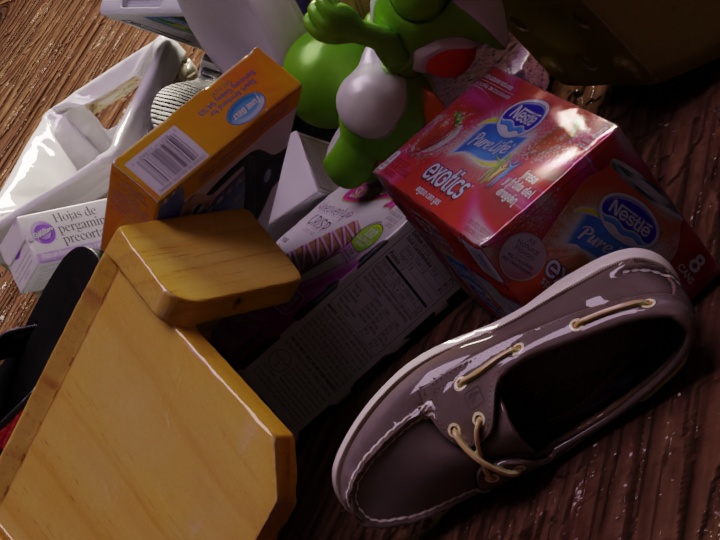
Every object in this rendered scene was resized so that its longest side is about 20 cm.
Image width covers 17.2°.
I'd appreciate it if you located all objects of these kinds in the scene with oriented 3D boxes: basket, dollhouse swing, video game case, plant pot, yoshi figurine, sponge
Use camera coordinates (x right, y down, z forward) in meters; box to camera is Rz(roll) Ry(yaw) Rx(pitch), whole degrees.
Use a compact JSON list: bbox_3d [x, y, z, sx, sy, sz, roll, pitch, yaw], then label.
[{"bbox_3d":[-0.172,-0.057,1.735,0.135,0.124,0.200,-30,21,25],"label":"basket"},{"bbox_3d":[-0.084,0.102,1.272,0.181,0.175,0.201,-12,-45,-60],"label":"dollhouse swing"},{"bbox_3d":[-0.066,-0.162,1.697,0.182,0.199,0.022,13,86,65],"label":"video game case"},{"bbox_3d":[0.167,-0.219,1.421,0.200,0.195,0.194,-53,23,-13],"label":"plant pot"},{"bbox_3d":[0.011,-0.145,1.370,0.112,0.112,0.201,-108,37,-51],"label":"yoshi figurine"},{"bbox_3d":[0.098,-0.158,1.620,0.111,0.030,0.200,-24,25,35],"label":"sponge"}]

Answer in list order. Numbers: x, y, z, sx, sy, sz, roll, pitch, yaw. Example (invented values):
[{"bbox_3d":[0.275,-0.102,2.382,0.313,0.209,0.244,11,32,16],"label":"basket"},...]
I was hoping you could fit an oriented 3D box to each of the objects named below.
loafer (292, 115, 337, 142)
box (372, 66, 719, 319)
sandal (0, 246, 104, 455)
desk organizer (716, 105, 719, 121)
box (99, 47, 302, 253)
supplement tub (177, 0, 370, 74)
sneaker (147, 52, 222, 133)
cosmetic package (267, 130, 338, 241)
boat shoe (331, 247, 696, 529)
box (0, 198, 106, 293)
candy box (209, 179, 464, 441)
[{"bbox_3d":[-0.025,-0.093,1.641,0.071,0.074,0.200,-14,-3,-27],"label":"loafer"},{"bbox_3d":[0.093,-0.028,1.251,0.095,0.100,0.200,-40,20,-3],"label":"box"},{"bbox_3d":[-0.197,0.068,1.338,0.075,0.045,0.201,52,124,37],"label":"sandal"},{"bbox_3d":[0.223,-0.072,1.154,0.072,0.077,0.200,-37,20,5],"label":"desk organizer"},{"bbox_3d":[-0.098,-0.025,1.359,0.119,0.041,0.201,-42,-19,-31],"label":"box"},{"bbox_3d":[-0.008,-0.207,1.505,0.199,0.146,0.145,-35,18,-19],"label":"supplement tub"},{"bbox_3d":[-0.098,-0.079,1.548,0.200,0.074,0.089,-54,-14,-71],"label":"sneaker"},{"bbox_3d":[-0.088,-0.015,1.541,0.199,0.082,0.051,-32,64,24],"label":"cosmetic package"},{"bbox_3d":[0.072,0.065,1.139,0.199,0.072,0.060,-33,21,7],"label":"boat shoe"},{"bbox_3d":[-0.143,-0.029,1.595,0.199,0.039,0.041,-14,-25,-34],"label":"box"},{"bbox_3d":[0.000,0.000,1.410,0.200,0.061,0.136,-41,20,-7],"label":"candy box"}]
